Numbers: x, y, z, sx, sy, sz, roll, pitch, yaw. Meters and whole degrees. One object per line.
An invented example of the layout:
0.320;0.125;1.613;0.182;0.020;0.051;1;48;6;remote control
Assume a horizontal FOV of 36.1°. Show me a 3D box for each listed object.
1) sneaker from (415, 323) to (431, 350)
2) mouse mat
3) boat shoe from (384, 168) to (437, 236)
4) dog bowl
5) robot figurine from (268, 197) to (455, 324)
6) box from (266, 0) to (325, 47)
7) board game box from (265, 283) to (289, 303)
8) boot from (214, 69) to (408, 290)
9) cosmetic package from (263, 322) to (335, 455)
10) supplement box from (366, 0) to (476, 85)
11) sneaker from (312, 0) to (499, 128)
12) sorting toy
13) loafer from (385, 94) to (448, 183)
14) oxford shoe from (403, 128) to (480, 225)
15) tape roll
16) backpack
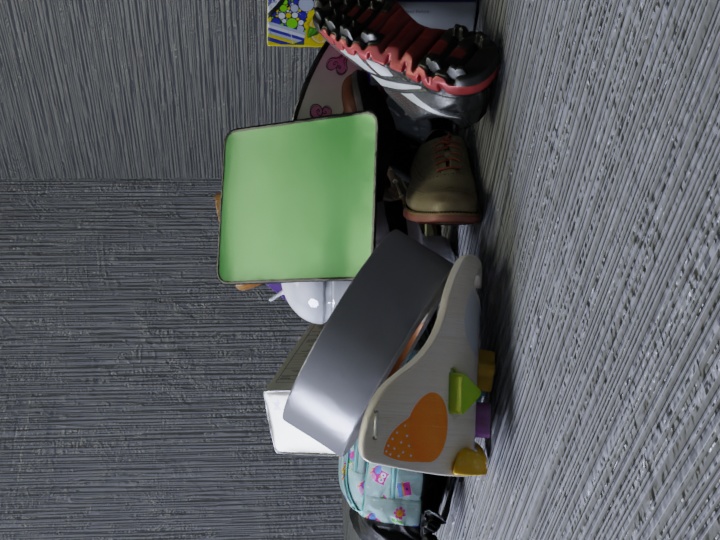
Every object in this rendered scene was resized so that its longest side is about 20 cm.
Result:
0.064;0.084;1.349;0.082;0.073;0.202;-29;-61;-64;sneaker
-0.064;-0.068;1.076;0.008;0.199;0.163;11;-100;-54;mouse mat
0.049;-0.071;1.346;0.203;0.074;0.075;-96;7;-50;boat shoe
-0.005;-0.168;1.207;0.200;0.073;0.202;22;-90;-77;dog bowl
0.000;0.000;1.183;0.113;0.198;0.171;-102;11;-73;robot figurine
-0.022;-0.324;1.428;0.064;0.198;0.071;-105;16;-75;box
-0.042;-0.025;1.393;0.200;0.165;0.057;41;-153;-34;board game box
-0.057;-0.089;1.115;0.068;0.198;0.190;-12;-89;-62;boot
-0.033;0.133;1.341;0.200;0.102;0.088;-54;-40;-60;cosmetic package
0.052;-0.282;1.121;0.201;0.100;0.104;-95;6;-47;supplement box
0.038;-0.187;0.991;0.071;0.200;0.098;-48;-31;-22;sneaker
0.075;0.078;0.962;0.200;0.106;0.182;27;-105;-83;sorting toy
0.071;-0.155;1.205;0.073;0.072;0.200;-62;-11;-20;loafer
0.075;-0.090;1.052;0.200;0.070;0.076;-105;18;-73;oxford shoe
0.009;0.065;0.995;0.201;0.066;0.200;-57;-8;-13;tape roll
0.039;0.183;1.193;0.167;0.125;0.202;-100;13;-83;backpack
